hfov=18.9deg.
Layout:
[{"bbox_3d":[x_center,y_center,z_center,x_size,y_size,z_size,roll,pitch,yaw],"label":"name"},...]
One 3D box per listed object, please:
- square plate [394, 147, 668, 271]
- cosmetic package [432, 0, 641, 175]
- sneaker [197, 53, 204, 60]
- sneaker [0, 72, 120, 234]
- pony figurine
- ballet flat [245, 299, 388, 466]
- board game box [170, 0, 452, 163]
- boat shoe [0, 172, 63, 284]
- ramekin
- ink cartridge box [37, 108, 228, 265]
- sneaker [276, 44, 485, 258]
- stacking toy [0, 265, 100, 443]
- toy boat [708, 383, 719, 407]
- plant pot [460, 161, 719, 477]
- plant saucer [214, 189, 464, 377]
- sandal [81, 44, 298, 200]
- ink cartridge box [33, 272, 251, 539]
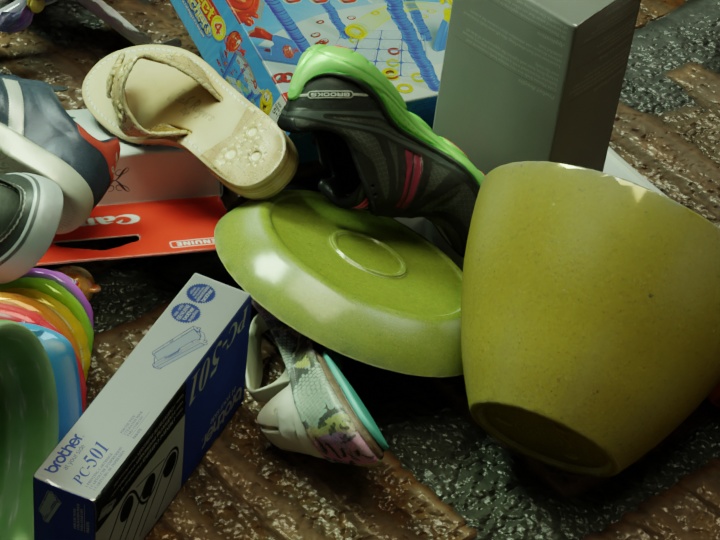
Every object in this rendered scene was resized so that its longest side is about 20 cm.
[{"bbox_3d":[0.134,-0.044,1.565,0.199,0.029,0.198,-21,47,-28],"label":"square plate"},{"bbox_3d":[0.115,-0.123,1.482,0.107,0.201,0.090,34,50,25],"label":"cosmetic package"},{"bbox_3d":[-0.049,-0.156,1.627,0.198,0.077,0.114,-6,37,-29],"label":"sneaker"},{"bbox_3d":[-0.249,-0.109,1.449,0.199,0.075,0.085,37,50,0],"label":"sneaker"},{"bbox_3d":[-0.242,-0.230,1.656,0.199,0.167,0.193,-29,42,-15],"label":"pony figurine"},{"bbox_3d":[-0.037,0.071,1.387,0.071,0.069,0.200,-28,37,3],"label":"ballet flat"},{"bbox_3d":[-0.024,-0.181,1.555,0.199,0.056,0.197,-15,65,-38],"label":"board game box"},{"bbox_3d":[-0.258,-0.031,1.365,0.056,0.069,0.199,22,-15,-36],"label":"boat shoe"},{"bbox_3d":[-0.253,0.118,1.201,0.097,0.201,0.200,10,40,16],"label":"ramekin"},{"bbox_3d":[-0.192,-0.061,1.498,0.198,0.044,0.174,-5,25,-14],"label":"ink cartridge box"},{"bbox_3d":[0.016,-0.067,1.457,0.084,0.200,0.077,-55,28,-11],"label":"sneaker"},{"bbox_3d":[-0.208,0.042,1.380,0.115,0.111,0.200,3,25,10],"label":"stacking toy"},{"bbox_3d":[0.286,0.065,1.412,0.130,0.131,0.201,-12,33,25],"label":"toy boat"},{"bbox_3d":[0.141,0.044,1.363,0.199,0.200,0.143,20,71,15],"label":"plant pot"},{"bbox_3d":[0.000,0.000,1.435,0.199,0.031,0.200,21,23,-10],"label":"plant saucer"},{"bbox_3d":[-0.129,-0.120,1.465,0.211,0.070,0.078,32,80,38],"label":"sandal"},{"bbox_3d":[-0.130,0.100,1.312,0.044,0.095,0.200,19,42,15],"label":"ink cartridge box"}]
